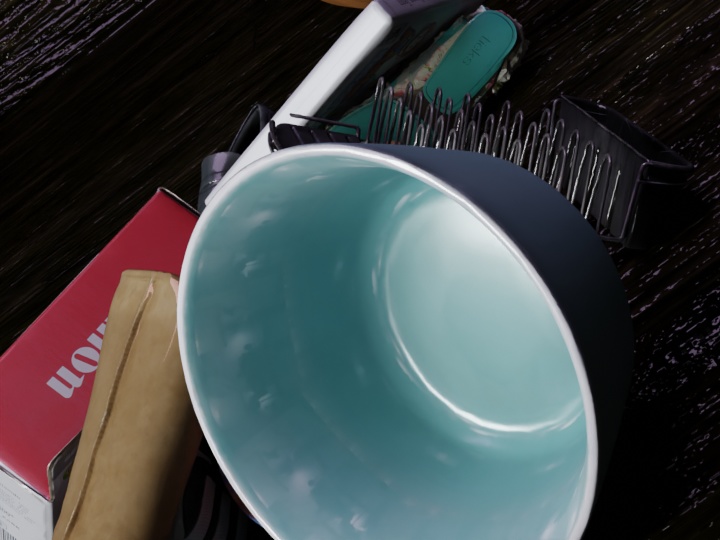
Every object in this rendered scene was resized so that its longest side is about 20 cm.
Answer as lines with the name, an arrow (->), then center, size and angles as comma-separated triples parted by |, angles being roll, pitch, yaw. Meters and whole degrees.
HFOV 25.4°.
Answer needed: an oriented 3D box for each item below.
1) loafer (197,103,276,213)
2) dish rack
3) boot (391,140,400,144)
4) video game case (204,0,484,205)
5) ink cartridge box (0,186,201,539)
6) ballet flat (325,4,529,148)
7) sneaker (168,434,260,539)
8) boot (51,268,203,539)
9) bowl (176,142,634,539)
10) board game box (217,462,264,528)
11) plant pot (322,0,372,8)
loafer -> -0.102, -0.058, 1.258 | 0.068, 0.071, 0.201 | -25, 24, 38
dish rack -> 0.053, -0.060, 0.820 | 0.154, 0.198, 0.055 | -120, 40, -70
boot -> 0.000, 0.000, 0.931 | 0.146, 0.070, 0.200 | -43, 20, -10
video game case -> -0.006, -0.126, 1.140 | 0.200, 0.024, 0.182 | -47, -8, 29
ink cartridge box -> -0.150, 0.058, 0.947 | 0.200, 0.084, 0.176 | -51, -10, -30
ballet flat -> 0.041, -0.104, 1.124 | 0.200, 0.076, 0.064 | -39, -13, -11
sneaker -> -0.110, 0.115, 0.878 | 0.115, 0.076, 0.200 | -36, 19, 20
boot -> -0.096, 0.101, 0.742 | 0.174, 0.066, 0.202 | 4, 73, 51
bowl -> 0.033, 0.031, 0.657 | 0.200, 0.202, 0.105 | -22, 5, 43
board game box -> 0.007, 0.037, 0.781 | 0.157, 0.039, 0.200 | 21, 66, 45
plant pot -> 0.034, -0.335, 1.474 | 0.200, 0.201, 0.140 | -44, 35, -15
